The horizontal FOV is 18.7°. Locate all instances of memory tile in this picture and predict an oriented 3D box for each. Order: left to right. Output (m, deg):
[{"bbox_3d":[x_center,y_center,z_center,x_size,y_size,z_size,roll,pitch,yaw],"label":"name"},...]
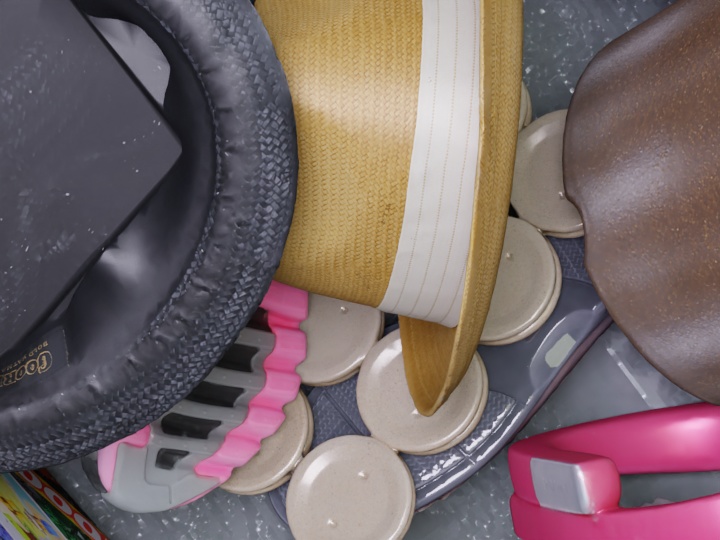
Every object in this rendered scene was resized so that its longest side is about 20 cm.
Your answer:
[{"bbox_3d":[0.000,0.000,0.845,0.153,0.017,0.200,32,85,26],"label":"memory tile"}]

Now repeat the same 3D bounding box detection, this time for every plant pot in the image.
[{"bbox_3d":[0.191,-0.047,0.762,0.200,0.198,0.201,17,62,-36],"label":"plant pot"}]

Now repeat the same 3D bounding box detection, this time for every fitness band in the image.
[{"bbox_3d":[0.131,0.072,0.794,0.143,0.200,0.038,-9,91,-10],"label":"fitness band"}]

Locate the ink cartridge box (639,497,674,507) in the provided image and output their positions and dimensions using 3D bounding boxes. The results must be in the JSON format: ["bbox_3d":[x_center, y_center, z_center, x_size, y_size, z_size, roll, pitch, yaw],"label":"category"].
[{"bbox_3d":[0.079,0.185,0.808,0.200,0.146,0.083,-40,95,-6],"label":"ink cartridge box"}]

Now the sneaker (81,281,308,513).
[{"bbox_3d":[-0.067,-0.006,0.832,0.079,0.095,0.201,31,72,-43],"label":"sneaker"}]

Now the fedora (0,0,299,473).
[{"bbox_3d":[-0.112,-0.038,0.701,0.200,0.092,0.201,1,109,4],"label":"fedora"}]

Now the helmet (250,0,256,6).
[{"bbox_3d":[-0.073,-0.175,0.773,0.200,0.200,0.191,-43,48,-7],"label":"helmet"}]

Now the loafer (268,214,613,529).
[{"bbox_3d":[0.052,0.037,0.858,0.200,0.063,0.072,-43,63,0],"label":"loafer"}]

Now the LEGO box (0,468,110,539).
[{"bbox_3d":[-0.110,0.142,0.753,0.077,0.149,0.200,-47,68,1],"label":"LEGO box"}]

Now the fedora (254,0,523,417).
[{"bbox_3d":[0.001,-0.046,0.737,0.081,0.201,0.202,4,86,-6],"label":"fedora"}]
